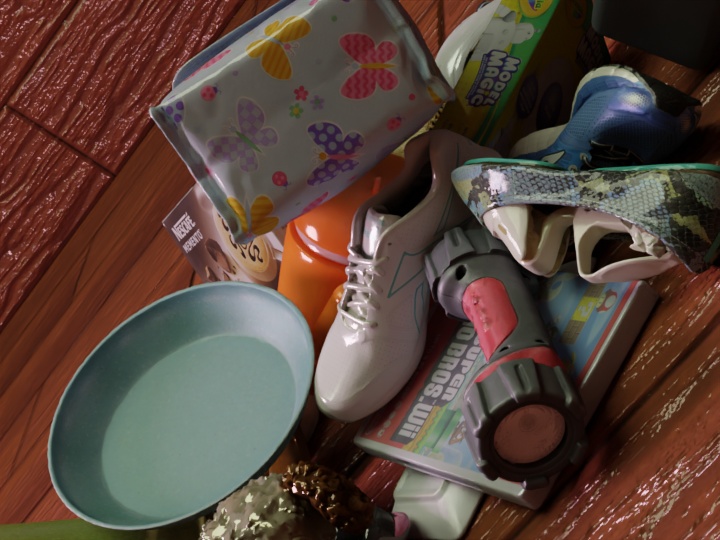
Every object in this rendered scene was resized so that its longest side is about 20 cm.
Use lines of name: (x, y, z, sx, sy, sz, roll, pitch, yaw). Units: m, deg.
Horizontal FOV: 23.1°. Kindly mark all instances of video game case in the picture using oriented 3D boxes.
video game case: (0.082, 0.062, 1.061, 0.143, 0.017, 0.200, -58, 26, -12)

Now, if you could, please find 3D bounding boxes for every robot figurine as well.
robot figurine: (0.000, 0.001, 1.254, 0.143, 0.116, 0.201, -20, -47, -39)

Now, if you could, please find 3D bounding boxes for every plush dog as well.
plush dog: (-0.061, 0.198, 1.004, 0.200, 0.160, 0.172, -44, 28, 41)

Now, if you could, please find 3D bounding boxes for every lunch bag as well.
lunch bag: (-0.035, -0.113, 1.144, 0.169, 0.127, 0.200, -34, 3, 7)

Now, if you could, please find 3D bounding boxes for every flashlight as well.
flashlight: (0.075, 0.041, 0.999, 0.068, 0.068, 0.200, -41, 29, 13)

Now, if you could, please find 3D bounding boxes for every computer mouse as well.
computer mouse: (0.110, -0.220, 1.570, 0.201, 0.044, 0.110, -62, 17, -19)

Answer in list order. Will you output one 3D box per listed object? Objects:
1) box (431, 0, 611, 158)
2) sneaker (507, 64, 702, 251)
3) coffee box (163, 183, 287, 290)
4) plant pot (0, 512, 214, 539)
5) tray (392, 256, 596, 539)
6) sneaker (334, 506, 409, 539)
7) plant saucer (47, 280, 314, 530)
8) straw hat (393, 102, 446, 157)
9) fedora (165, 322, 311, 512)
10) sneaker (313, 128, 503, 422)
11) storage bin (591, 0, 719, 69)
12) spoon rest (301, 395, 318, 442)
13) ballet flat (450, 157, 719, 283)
box: (0.118, -0.127, 1.234, 0.048, 0.117, 0.201, 16, 69, 28)
sneaker: (0.145, -0.057, 1.097, 0.200, 0.078, 0.090, 134, 157, -61)
coffee box: (-0.082, -0.041, 1.463, 0.080, 0.113, 0.200, -36, 1, -24)
plant pot: (-0.199, 0.244, 1.178, 0.200, 0.183, 0.202, -176, 90, -80)
tray: (0.077, 0.077, 1.111, 0.201, 0.022, 0.107, -62, 15, -18)
sneaker: (-0.039, 0.175, 1.120, 0.200, 0.095, 0.079, -21, 44, 65)
plant saucer: (-0.114, 0.095, 1.173, 0.199, 0.036, 0.201, -17, 44, 17)
straw hat: (0.050, -0.107, 1.437, 0.201, 0.085, 0.201, -51, 17, 22)
fedora: (-0.100, 0.112, 1.314, 0.201, 0.201, 0.082, -42, 2, 44)
sneaker: (0.015, -0.001, 1.111, 0.070, 0.080, 0.201, 28, 91, 39)
storage bin: (0.224, -0.229, 1.101, 0.134, 0.145, 0.201, 92, -158, -64)
spoon rest: (-0.057, 0.085, 1.439, 0.099, 0.060, 0.201, -38, 23, 50)
ballet flat: (0.123, -0.028, 1.006, 0.199, 0.074, 0.074, 3, 58, 47)
